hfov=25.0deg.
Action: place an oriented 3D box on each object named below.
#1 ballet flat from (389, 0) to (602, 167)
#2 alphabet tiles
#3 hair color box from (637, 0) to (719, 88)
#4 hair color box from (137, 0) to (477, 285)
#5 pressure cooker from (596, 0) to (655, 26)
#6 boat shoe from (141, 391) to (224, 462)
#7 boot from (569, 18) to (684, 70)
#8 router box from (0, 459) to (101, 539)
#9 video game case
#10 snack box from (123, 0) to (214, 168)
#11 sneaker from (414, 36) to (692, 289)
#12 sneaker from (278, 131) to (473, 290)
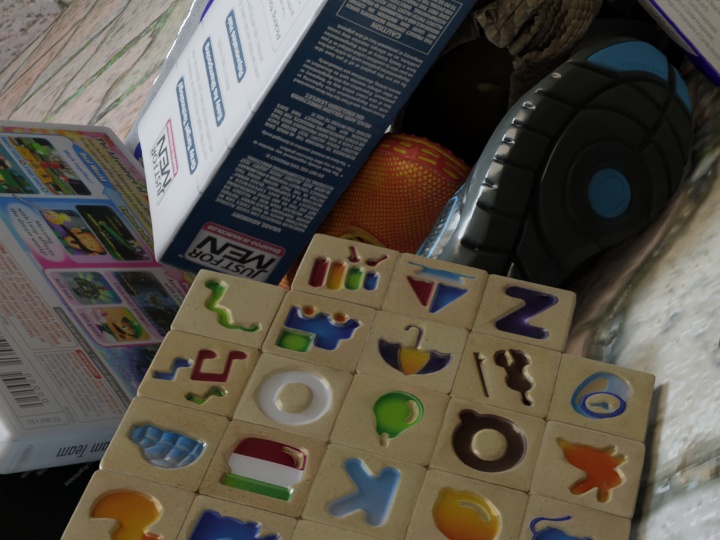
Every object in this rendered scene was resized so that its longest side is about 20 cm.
[{"bbox_3d":[0.047,-0.070,0.708,0.046,0.067,0.200,-45,-6,-31],"label":"ballet flat"},{"bbox_3d":[0.005,0.061,0.518,0.200,0.165,0.006,-68,-12,-48],"label":"alphabet tiles"},{"bbox_3d":[0.183,-0.184,0.657,0.200,0.109,0.065,-43,17,10],"label":"hair color box"},{"bbox_3d":[-0.022,-0.096,0.696,0.200,0.060,0.100,-53,33,30],"label":"hair color box"},{"bbox_3d":[0.118,-0.229,0.795,0.200,0.175,0.179,-51,-15,-16],"label":"pressure cooker"},{"bbox_3d":[-0.037,0.105,0.617,0.075,0.086,0.202,-59,-7,-21],"label":"boat shoe"},{"bbox_3d":[0.039,-0.124,0.767,0.073,0.163,0.198,-49,18,-26],"label":"boot"},{"bbox_3d":[-0.140,0.063,0.683,0.051,0.149,0.200,-58,-8,29],"label":"router box"},{"bbox_3d":[-0.131,0.002,0.705,0.181,0.200,0.024,-1,-48,-51],"label":"video game case"},{"bbox_3d":[-0.088,-0.047,0.820,0.201,0.072,0.024,-60,-18,22],"label":"snack box"},{"bbox_3d":[0.056,-0.014,0.650,0.200,0.073,0.082,-50,14,-16],"label":"sneaker"},{"bbox_3d":[0.000,0.000,0.744,0.077,0.073,0.200,-61,6,-29],"label":"sneaker"}]
